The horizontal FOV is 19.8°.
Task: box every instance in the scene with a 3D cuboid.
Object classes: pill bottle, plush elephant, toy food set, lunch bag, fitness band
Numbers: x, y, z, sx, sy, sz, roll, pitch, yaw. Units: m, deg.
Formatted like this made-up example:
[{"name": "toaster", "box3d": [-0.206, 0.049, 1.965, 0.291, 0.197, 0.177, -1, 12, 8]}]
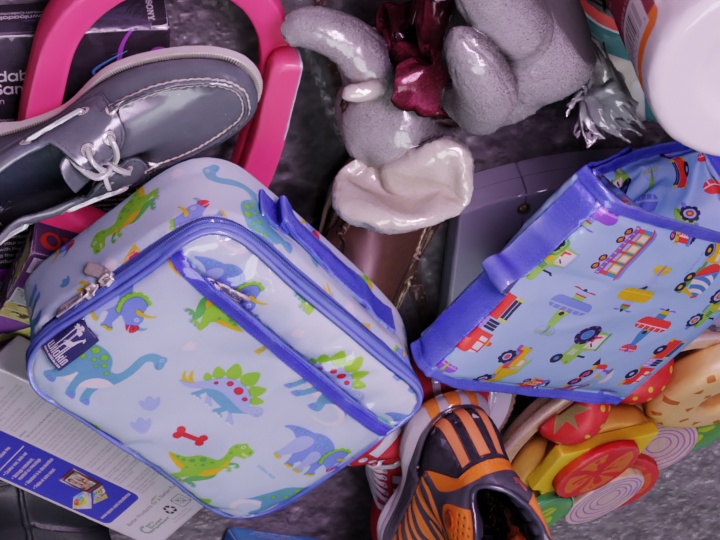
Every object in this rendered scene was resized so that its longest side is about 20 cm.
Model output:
[{"name": "pill bottle", "box3d": [0.176, -0.160, 1.045, 0.114, 0.200, 0.114, -6, 134, -6]}, {"name": "plush elephant", "box3d": [0.036, -0.115, 1.082, 0.155, 0.165, 0.200, -25, 126, 21]}, {"name": "toy food set", "box3d": [0.175, 0.106, 1.354, 0.200, 0.049, 0.198, -11, 149, -33]}, {"name": "lunch bag", "box3d": [-0.072, 0.040, 1.124, 0.161, 0.082, 0.200, -33, 128, 18]}, {"name": "lunch bag", "box3d": [0.125, 0.005, 1.153, 0.151, 0.094, 0.200, -45, 158, 27]}, {"name": "fitness band", "box3d": [-0.112, -0.089, 1.120, 0.144, 0.037, 0.200, 7, 129, -15]}]

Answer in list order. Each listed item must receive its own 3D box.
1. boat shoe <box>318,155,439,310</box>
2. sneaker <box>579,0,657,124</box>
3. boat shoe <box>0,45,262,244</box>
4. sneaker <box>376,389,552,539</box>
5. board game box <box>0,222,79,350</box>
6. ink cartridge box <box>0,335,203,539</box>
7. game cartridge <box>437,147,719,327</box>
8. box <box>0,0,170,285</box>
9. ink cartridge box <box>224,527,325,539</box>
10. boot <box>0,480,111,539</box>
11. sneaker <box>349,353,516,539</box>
[{"name": "boat shoe", "box3d": [0.006, 0.001, 1.243, 0.075, 0.075, 0.202, 12, 128, -22]}, {"name": "sneaker", "box3d": [0.177, -0.115, 1.189, 0.200, 0.070, 0.093, 20, 141, -29]}, {"name": "boat shoe", "box3d": [-0.142, -0.055, 1.078, 0.200, 0.062, 0.073, -19, 131, 8]}, {"name": "sneaker", "box3d": [0.065, 0.175, 1.284, 0.078, 0.112, 0.200, -18, 141, -13]}, {"name": "board game box", "box3d": [-0.115, 0.041, 1.202, 0.200, 0.032, 0.120, 17, 134, -20]}, {"name": "ink cartridge box", "box3d": [-0.179, 0.095, 1.215, 0.200, 0.037, 0.095, 26, 134, -25]}, {"name": "game cartridge", "box3d": [0.151, -0.016, 1.287, 0.200, 0.042, 0.133, -3, 128, -9]}, {"name": "box", "box3d": [-0.179, -0.064, 1.173, 0.143, 0.036, 0.200, -4, 134, -10]}, {"name": "ink cartridge box", "box3d": [-0.006, 0.250, 1.375, 0.144, 0.200, 0.085, 11, 97, -21]}, {"name": "boot", "box3d": [-0.169, 0.162, 1.352, 0.200, 0.076, 0.168, -6, 131, 1]}, {"name": "sneaker", "box3d": [0.015, 0.121, 1.342, 0.112, 0.071, 0.200, -1, 136, -26]}]
